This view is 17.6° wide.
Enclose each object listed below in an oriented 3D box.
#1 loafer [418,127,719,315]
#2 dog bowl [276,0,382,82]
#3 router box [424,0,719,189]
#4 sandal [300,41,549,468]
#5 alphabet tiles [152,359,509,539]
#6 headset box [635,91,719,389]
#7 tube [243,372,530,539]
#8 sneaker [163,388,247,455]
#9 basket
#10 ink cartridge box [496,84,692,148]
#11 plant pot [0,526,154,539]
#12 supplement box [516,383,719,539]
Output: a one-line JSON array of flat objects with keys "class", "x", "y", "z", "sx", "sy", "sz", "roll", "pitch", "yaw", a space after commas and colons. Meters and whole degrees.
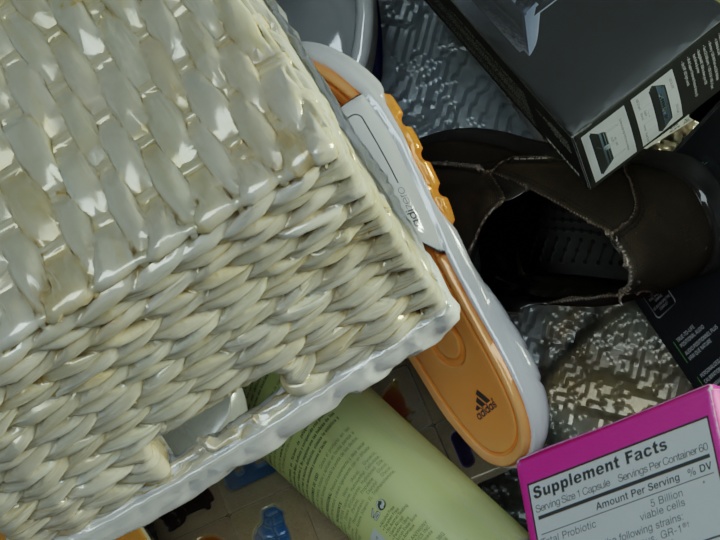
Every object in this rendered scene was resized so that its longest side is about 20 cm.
[{"class": "loafer", "x": 0.059, "y": -0.019, "z": 0.992, "sx": 0.200, "sy": 0.071, "sz": 0.073, "roll": -3, "pitch": 108, "yaw": 43}, {"class": "dog bowl", "x": -0.089, "y": -0.107, "z": 1.076, "sx": 0.199, "sy": 0.079, "sz": 0.201, "roll": -1, "pitch": 78, "yaw": 5}, {"class": "router box", "x": 0.089, "y": -0.156, "z": 0.915, "sx": 0.157, "sy": 0.052, "sz": 0.200, "roll": -37, "pitch": 65, "yaw": -2}, {"class": "sandal", "x": 0.004, "y": -0.003, "z": 0.960, "sx": 0.059, "sy": 0.079, "sz": 0.207, "roll": -24, "pitch": 76, "yaw": -37}, {"class": "alphabet tiles", "x": -0.012, "y": 0.090, "z": 1.032, "sx": 0.167, "sy": 0.008, "sz": 0.200, "roll": -24, "pitch": 58, "yaw": -1}, {"class": "headset box", "x": 0.210, "y": 0.002, "z": 0.971, "sx": 0.093, "sy": 0.174, "sz": 0.200, "roll": -25, "pitch": 76, "yaw": -30}, {"class": "tube", "x": -0.010, "y": 0.071, "z": 0.995, "sx": 0.200, "sy": 0.052, "sz": 0.058, "roll": 40, "pitch": 86, "yaw": 28}, {"class": "sneaker", "x": -0.116, "y": 0.010, "z": 0.996, "sx": 0.075, "sy": 0.089, "sz": 0.200, "roll": -36, "pitch": 72, "yaw": -1}, {"class": "basket", "x": -0.102, "y": -0.033, "z": 0.868, "sx": 0.198, "sy": 0.161, "sz": 0.200, "roll": -31, "pitch": 60, "yaw": 0}, {"class": "ink cartridge box", "x": 0.074, "y": -0.150, "z": 1.037, "sx": 0.084, "sy": 0.146, "sz": 0.200, "roll": -33, "pitch": 77, "yaw": -3}, {"class": "plant pot", "x": -0.185, "y": 0.129, "z": 0.978, "sx": 0.183, "sy": 0.200, "sz": 0.200, "roll": -33, "pitch": 78, "yaw": -7}, {"class": "supplement box", "x": 0.143, "y": 0.158, "z": 0.901, "sx": 0.103, "sy": 0.101, "sz": 0.201, "roll": -24, "pitch": 64, "yaw": 36}]
